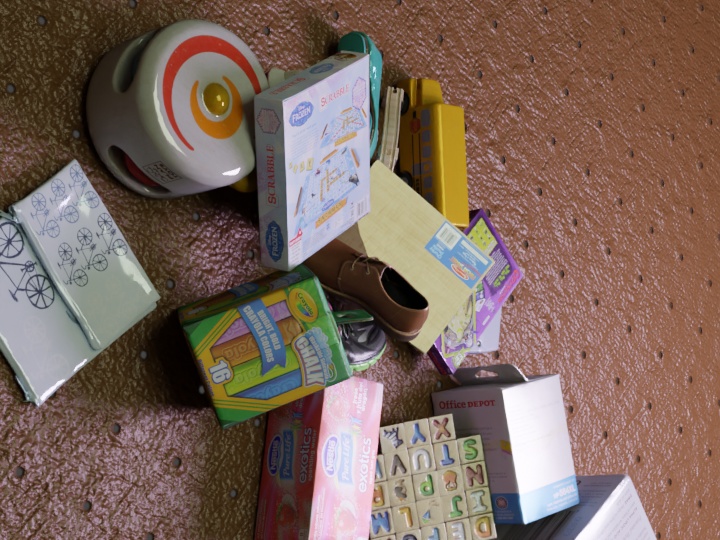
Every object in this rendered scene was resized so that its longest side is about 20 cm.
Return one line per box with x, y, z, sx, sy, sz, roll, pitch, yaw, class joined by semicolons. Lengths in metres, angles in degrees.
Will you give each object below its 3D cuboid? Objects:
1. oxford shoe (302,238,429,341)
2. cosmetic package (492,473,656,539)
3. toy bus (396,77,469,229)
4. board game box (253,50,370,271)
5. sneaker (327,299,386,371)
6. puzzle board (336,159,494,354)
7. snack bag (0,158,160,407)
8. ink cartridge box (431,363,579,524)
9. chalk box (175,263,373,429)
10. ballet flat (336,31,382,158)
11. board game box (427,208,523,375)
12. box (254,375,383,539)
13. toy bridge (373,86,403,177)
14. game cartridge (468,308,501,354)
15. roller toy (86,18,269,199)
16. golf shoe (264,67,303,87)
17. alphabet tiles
0.000;0.000;1.708;0.199;0.071;0.071;33;54;3;oxford shoe
0.295;0.403;1.924;0.165;0.164;0.201;-40;112;-40;cosmetic package
0.094;-0.153;1.877;0.065;0.078;0.201;4;81;-43;toy bus
-0.051;-0.128;1.630;0.200;0.041;0.201;-38;133;-54;board game box
-0.040;0.071;1.702;0.199;0.077;0.084;3;110;-45;sneaker
0.049;-0.016;1.779;0.200;0.017;0.151;40;80;-9;puzzle board
-0.319;0.011;1.493;0.200;0.021;0.189;-43;113;-39;snack bag
0.189;0.220;1.875;0.125;0.128;0.201;-8;90;-44;ink cartridge box
-0.087;0.072;1.575;0.199;0.125;0.125;-22;100;-9;chalk box
0.000;-0.200;1.808;0.070;0.067;0.201;21;70;-61;ballet flat
0.133;0.026;1.875;0.120;0.032;0.200;54;52;-19;board game box
-0.049;0.222;1.666;0.094;0.102;0.201;18;73;-40;box
0.031;-0.141;1.820;0.027;0.067;0.201;10;74;-5;toy bridge
0.111;0.039;1.894;0.199;0.040;0.134;20;66;-40;game cartridge
-0.192;-0.173;1.562;0.182;0.139;0.201;-16;95;-44;roller toy
-0.070;-0.144;1.702;0.091;0.075;0.201;-3;86;-6;golf shoe
0.084;0.287;1.795;0.165;0.006;0.201;-9;90;-16;alphabet tiles
